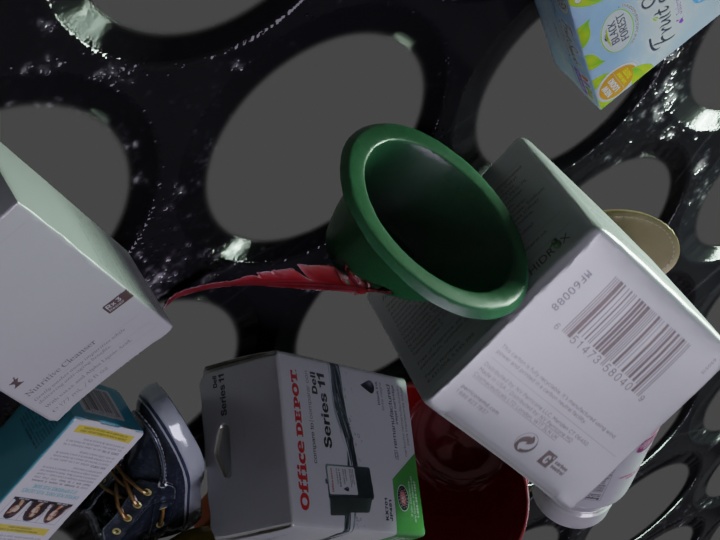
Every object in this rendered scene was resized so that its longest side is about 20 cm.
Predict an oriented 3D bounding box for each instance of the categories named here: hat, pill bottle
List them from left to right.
[{"bbox_3d":[0.000,0.000,1.122,0.176,0.200,0.166,-44,-171,37],"label":"hat"},{"bbox_3d":[0.261,0.193,1.637,0.113,0.114,0.201,-19,144,-28],"label":"pill bottle"}]

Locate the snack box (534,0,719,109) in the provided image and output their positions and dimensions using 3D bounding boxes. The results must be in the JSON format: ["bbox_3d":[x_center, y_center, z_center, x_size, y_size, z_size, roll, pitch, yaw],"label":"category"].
[{"bbox_3d":[0.224,-0.239,1.089,0.199,0.068,0.169,-38,150,0],"label":"snack box"}]

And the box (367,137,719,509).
[{"bbox_3d":[0.153,0.044,1.221,0.200,0.172,0.199,-45,123,11],"label":"box"}]

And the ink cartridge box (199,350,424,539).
[{"bbox_3d":[-0.038,0.156,1.234,0.083,0.148,0.199,-17,161,31],"label":"ink cartridge box"}]

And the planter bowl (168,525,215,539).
[{"bbox_3d":[-0.117,0.268,1.224,0.199,0.200,0.084,-8,108,-40],"label":"planter bowl"}]

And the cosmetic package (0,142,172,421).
[{"bbox_3d":[-0.219,0.006,0.929,0.113,0.081,0.200,-39,150,4],"label":"cosmetic package"}]

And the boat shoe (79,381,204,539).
[{"bbox_3d":[-0.180,0.174,1.192,0.091,0.071,0.201,-30,150,-22],"label":"boat shoe"}]

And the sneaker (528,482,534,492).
[{"bbox_3d":[0.173,0.175,1.502,0.199,0.091,0.076,-32,164,27],"label":"sneaker"}]

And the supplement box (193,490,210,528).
[{"bbox_3d":[-0.069,0.240,1.402,0.069,0.067,0.199,-50,146,19],"label":"supplement box"}]

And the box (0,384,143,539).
[{"bbox_3d":[-0.263,0.170,1.125,0.200,0.049,0.082,-47,148,13],"label":"box"}]

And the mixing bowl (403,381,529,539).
[{"bbox_3d":[0.076,0.181,1.391,0.201,0.200,0.108,-56,174,27],"label":"mixing bowl"}]

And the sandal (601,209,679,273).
[{"bbox_3d":[0.182,-0.013,1.352,0.210,0.070,0.078,-14,104,-11],"label":"sandal"}]
